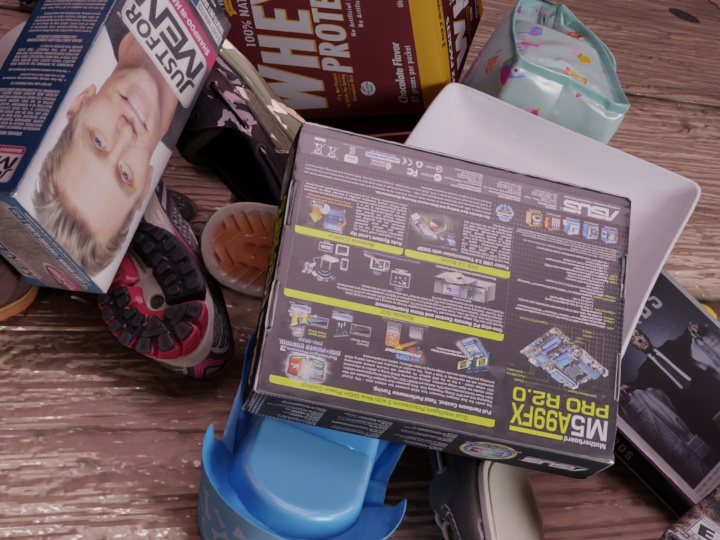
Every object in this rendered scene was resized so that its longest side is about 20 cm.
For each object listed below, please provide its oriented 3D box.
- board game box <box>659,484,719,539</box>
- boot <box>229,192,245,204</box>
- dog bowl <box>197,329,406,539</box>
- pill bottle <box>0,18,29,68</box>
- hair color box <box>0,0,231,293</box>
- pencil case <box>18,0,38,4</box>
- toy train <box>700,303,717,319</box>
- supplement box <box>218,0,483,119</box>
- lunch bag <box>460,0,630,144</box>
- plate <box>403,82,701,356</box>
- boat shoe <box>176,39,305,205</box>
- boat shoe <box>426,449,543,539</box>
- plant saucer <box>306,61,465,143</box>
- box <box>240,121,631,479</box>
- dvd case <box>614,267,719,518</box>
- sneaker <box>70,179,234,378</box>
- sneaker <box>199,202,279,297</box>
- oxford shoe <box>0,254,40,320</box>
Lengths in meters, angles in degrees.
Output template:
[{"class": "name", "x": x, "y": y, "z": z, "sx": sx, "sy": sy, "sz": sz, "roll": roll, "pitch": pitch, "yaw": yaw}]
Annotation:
[{"class": "board game box", "x": 0.254, "y": 0.190, "z": 0.712, "sx": 0.159, "sy": 0.097, "sz": 0.200, "roll": 37, "pitch": 33, "yaw": 25}, {"class": "boot", "x": -0.020, "y": -0.038, "z": 0.943, "sx": 0.155, "sy": 0.077, "sz": 0.200, "roll": 15, "pitch": 37, "yaw": -4}, {"class": "dog bowl", "x": -0.028, "y": 0.101, "z": 0.718, "sx": 0.111, "sy": 0.050, "sz": 0.200, "roll": 21, "pitch": 30, "yaw": -1}, {"class": "pill bottle", "x": -0.198, "y": -0.142, "z": 0.939, "sx": 0.112, "sy": 0.113, "sz": 0.200, "roll": 23, "pitch": 30, "yaw": 2}, {"class": "hair color box", "x": -0.151, "y": -0.098, "z": 0.738, "sx": 0.060, "sy": 0.100, "sz": 0.200, "roll": 6, "pitch": 61, "yaw": 27}, {"class": "pencil case", "x": -0.194, "y": -0.246, "z": 1.139, "sx": 0.199, "sy": 0.085, "sz": 0.092, "roll": 19, "pitch": 13, "yaw": -5}, {"class": "toy train", "x": 0.176, "y": 0.054, "z": 0.934, "sx": 0.200, "sy": 0.056, "sz": 0.150, "roll": 29, "pitch": 48, "yaw": -1}, {"class": "supplement box", "x": -0.017, "y": -0.223, "z": 1.029, "sx": 0.197, "sy": 0.133, "sz": 0.200, "roll": -1, "pitch": 32, "yaw": 16}, {"class": "lunch bag", "x": 0.130, "y": -0.125, "z": 1.072, "sx": 0.122, "sy": 0.171, "sz": 0.200, "roll": 22, "pitch": 27, "yaw": -11}, {"class": "plate", "x": 0.106, "y": -0.026, "z": 0.872, "sx": 0.199, "sy": 0.032, "sz": 0.200, "roll": 25, "pitch": 53, "yaw": 13}, {"class": "boat shoe", "x": -0.094, "y": -0.098, "z": 0.854, "sx": 0.200, "sy": 0.072, "sz": 0.065, "roll": 43, "pitch": 57, "yaw": -1}, {"class": "boat shoe", "x": 0.065, "y": 0.121, "z": 0.756, "sx": 0.067, "sy": 0.057, "sz": 0.200, "roll": 50, "pitch": 23, "yaw": -27}, {"class": "plant saucer", "x": -0.013, "y": -0.135, "z": 1.048, "sx": 0.199, "sy": 0.037, "sz": 0.200, "roll": -4, "pitch": 31, "yaw": 13}, {"class": "box", "x": 0.046, "y": 0.017, "z": 0.713, "sx": 0.199, "sy": 0.044, "sz": 0.161, "roll": 12, "pitch": 68, "yaw": -9}, {"class": "dvd case", "x": 0.199, "y": 0.066, "z": 0.881, "sx": 0.200, "sy": 0.025, "sz": 0.150, "roll": 46, "pitch": 49, "yaw": 14}, {"class": "sneaker", "x": -0.142, "y": -0.014, "z": 0.795, "sx": 0.200, "sy": 0.080, "sz": 0.075, "roll": 61, "pitch": 4, "yaw": 31}, {"class": "sneaker", "x": 0.000, "y": 0.000, "z": 0.787, "sx": 0.199, "sy": 0.072, "sz": 0.080, "roll": 18, "pitch": 5, "yaw": -8}, {"class": "oxford shoe", "x": -0.224, "y": -0.011, "z": 0.746, "sx": 0.071, "sy": 0.073, "sz": 0.200, "roll": 19, "pitch": 29, "yaw": -3}]
